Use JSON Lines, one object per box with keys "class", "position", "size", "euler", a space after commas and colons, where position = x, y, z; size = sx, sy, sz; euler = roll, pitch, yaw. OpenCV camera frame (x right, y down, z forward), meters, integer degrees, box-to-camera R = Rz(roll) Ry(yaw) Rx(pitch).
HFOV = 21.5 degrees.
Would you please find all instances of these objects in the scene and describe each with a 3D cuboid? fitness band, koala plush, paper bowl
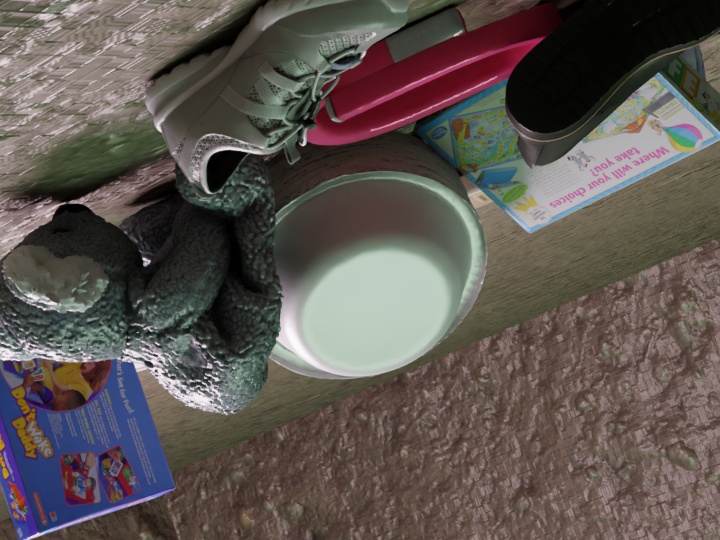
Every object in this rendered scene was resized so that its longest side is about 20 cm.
{"class": "fitness band", "position": [0.045, -0.133, 1.294], "size": [0.199, 0.038, 0.143], "euler": [-22, 172, 19]}
{"class": "koala plush", "position": [-0.172, 0.017, 1.354], "size": [0.198, 0.185, 0.177], "euler": [-3, 165, -26]}
{"class": "paper bowl", "position": [0.000, 0.000, 1.454], "size": [0.199, 0.105, 0.202], "euler": [-9, 129, -11]}

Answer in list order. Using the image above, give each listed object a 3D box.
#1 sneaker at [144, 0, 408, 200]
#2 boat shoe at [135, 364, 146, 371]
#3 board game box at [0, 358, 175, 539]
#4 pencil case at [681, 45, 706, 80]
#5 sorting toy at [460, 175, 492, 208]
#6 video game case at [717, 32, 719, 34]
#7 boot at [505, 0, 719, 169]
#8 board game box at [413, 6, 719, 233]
{"class": "sneaker", "position": [-0.039, -0.105, 1.100], "size": [0.074, 0.083, 0.199], "euler": [-12, 168, -46]}
{"class": "boat shoe", "position": [-0.217, 0.067, 1.862], "size": [0.199, 0.071, 0.069], "euler": [-21, 174, 16]}
{"class": "board game box", "position": [-0.252, 0.112, 1.607], "size": [0.134, 0.202, 0.045], "euler": [-14, 171, -35]}
{"class": "pencil case", "position": [0.173, -0.130, 1.474], "size": [0.090, 0.084, 0.200], "euler": [9, 155, -36]}
{"class": "sorting toy", "position": [0.170, -0.108, 1.813], "size": [0.184, 0.037, 0.200], "euler": [-22, 177, 11]}
{"class": "video game case", "position": [0.339, -0.226, 1.409], "size": [0.180, 0.036, 0.200], "euler": [-25, 171, 27]}
{"class": "boot", "position": [0.178, -0.151, 1.280], "size": [0.199, 0.078, 0.138], "euler": [-33, 169, -2]}
{"class": "board game box", "position": [0.154, -0.112, 1.405], "size": [0.199, 0.134, 0.034], "euler": [-27, -148, 43]}
